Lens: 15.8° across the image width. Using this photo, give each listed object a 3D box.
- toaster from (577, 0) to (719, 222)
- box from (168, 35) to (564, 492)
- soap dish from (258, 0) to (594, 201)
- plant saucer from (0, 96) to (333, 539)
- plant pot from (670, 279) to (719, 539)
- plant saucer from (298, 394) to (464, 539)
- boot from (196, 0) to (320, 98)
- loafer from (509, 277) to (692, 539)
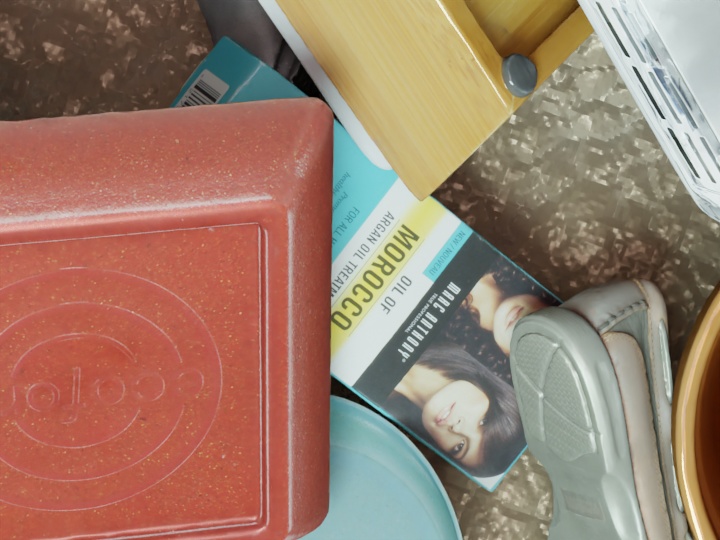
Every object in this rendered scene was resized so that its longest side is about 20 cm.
[{"bbox_3d":[0.143,-0.111,0.914,0.129,0.114,0.200,-29,109,8],"label":"toaster"},{"bbox_3d":[0.000,0.000,1.032,0.200,0.049,0.082,37,91,-27],"label":"box"},{"bbox_3d":[0.044,-0.146,0.997,0.200,0.081,0.157,-46,108,-37],"label":"soap dish"},{"bbox_3d":[-0.106,0.038,0.944,0.200,0.037,0.200,-5,126,-9],"label":"plant saucer"},{"bbox_3d":[0.216,0.061,1.031,0.200,0.140,0.200,0,91,0],"label":"plant pot"},{"bbox_3d":[-0.037,0.148,1.040,0.200,0.027,0.200,-14,64,29],"label":"plant saucer"},{"bbox_3d":[-0.071,-0.133,1.069,0.132,0.070,0.200,14,87,7],"label":"boot"},{"bbox_3d":[0.112,0.098,1.052,0.063,0.072,0.200,-26,118,-29],"label":"loafer"}]
